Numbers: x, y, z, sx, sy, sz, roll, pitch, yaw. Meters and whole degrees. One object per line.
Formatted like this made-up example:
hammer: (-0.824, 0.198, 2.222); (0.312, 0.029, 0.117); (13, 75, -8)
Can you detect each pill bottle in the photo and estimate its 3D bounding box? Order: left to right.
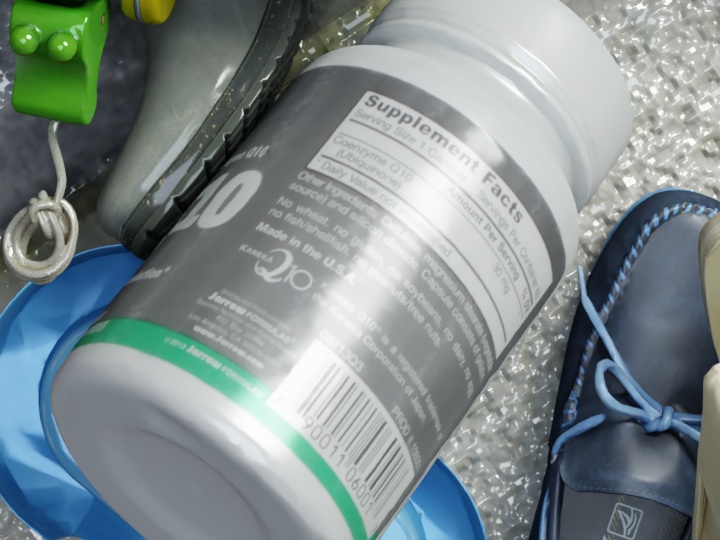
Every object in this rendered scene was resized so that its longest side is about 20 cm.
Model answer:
pill bottle: (0.000, 0.000, 0.816); (0.113, 0.113, 0.200); (40, 62, -4)

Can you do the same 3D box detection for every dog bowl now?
dog bowl: (-0.044, 0.073, 0.894); (0.200, 0.050, 0.112); (40, 95, -3)

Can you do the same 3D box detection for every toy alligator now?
toy alligator: (-0.092, -0.090, 0.788); (0.059, 0.054, 0.201); (13, 99, 9)

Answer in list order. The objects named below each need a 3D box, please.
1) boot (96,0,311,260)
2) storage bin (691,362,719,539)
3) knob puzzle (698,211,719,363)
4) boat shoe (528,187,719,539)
boot: (-0.075, -0.114, 0.861); (0.130, 0.068, 0.201); (27, 78, 1)
storage bin: (0.212, 0.089, 0.804); (0.197, 0.200, 0.094); (-12, 57, -3)
knob puzzle: (0.201, 0.011, 0.811); (0.218, 0.031, 0.220); (-5, 139, -4)
boat shoe: (0.104, 0.073, 0.881); (0.084, 0.069, 0.201); (8, 97, 0)
